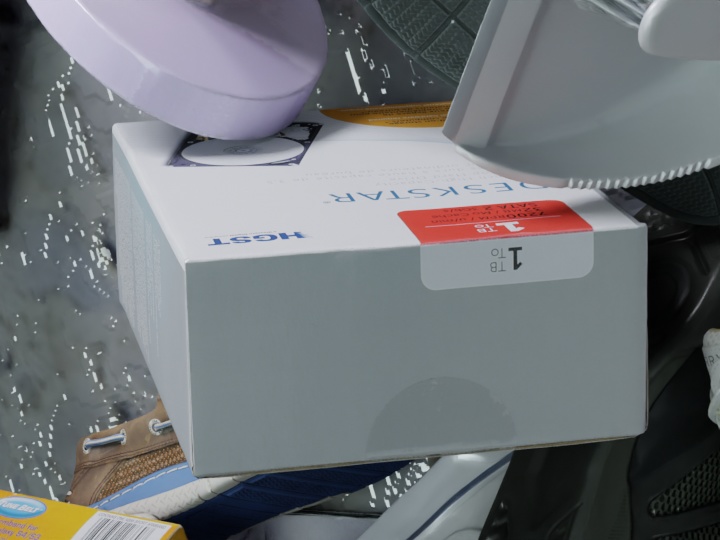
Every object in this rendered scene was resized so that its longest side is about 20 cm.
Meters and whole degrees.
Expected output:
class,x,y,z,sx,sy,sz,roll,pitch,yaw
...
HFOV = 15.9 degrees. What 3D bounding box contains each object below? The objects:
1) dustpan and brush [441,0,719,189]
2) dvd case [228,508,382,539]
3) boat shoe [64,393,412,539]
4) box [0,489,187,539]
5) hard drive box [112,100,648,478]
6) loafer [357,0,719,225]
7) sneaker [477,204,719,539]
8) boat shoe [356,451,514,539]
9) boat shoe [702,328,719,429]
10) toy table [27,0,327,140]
class,x,y,z,sx,sy,sz,roll,pitch,yaw
dustpan and brush,0.138,-0.084,0.852,0.057,0.200,0.140,45,124,40
dvd case,-0.004,0.176,1.104,0.200,0.016,0.149,0,100,35
boat shoe,-0.051,0.065,1.078,0.200,0.072,0.073,-25,65,27
box,-0.102,0.185,1.105,0.119,0.041,0.200,7,132,34
hard drive box,0.000,0.000,0.920,0.200,0.155,0.077,-128,35,-69
loafer,0.067,-0.093,0.914,0.200,0.063,0.072,37,128,-17
sneaker,0.120,0.067,0.965,0.076,0.114,0.200,10,75,52
boat shoe,0.031,0.123,0.995,0.200,0.074,0.065,-43,74,-3
boat shoe,0.150,0.039,0.899,0.069,0.071,0.200,23,87,-1
toy table,-0.054,-0.151,0.983,0.117,0.184,0.200,-62,37,26
